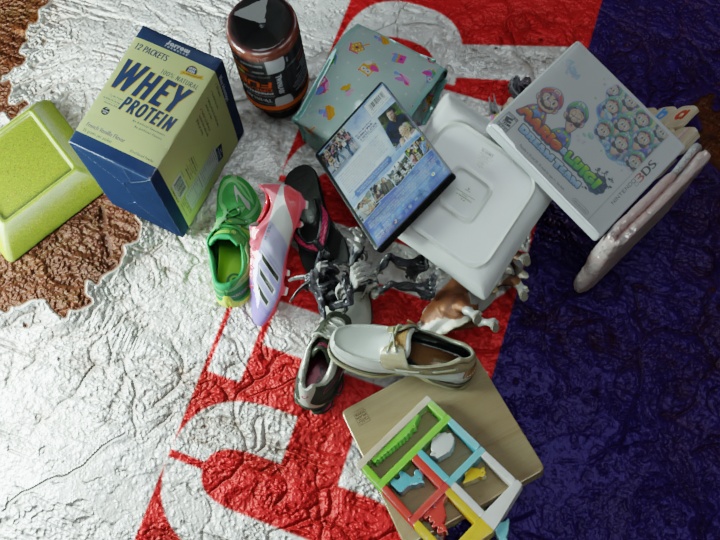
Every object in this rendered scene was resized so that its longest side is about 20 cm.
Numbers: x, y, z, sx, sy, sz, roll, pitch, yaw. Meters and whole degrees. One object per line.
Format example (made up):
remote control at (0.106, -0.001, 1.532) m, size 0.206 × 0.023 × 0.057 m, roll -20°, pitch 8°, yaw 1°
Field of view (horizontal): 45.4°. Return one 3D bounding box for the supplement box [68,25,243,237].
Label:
supplement box at (-0.284, -0.195, 1.245) m, size 0.132 × 0.201 × 0.202 m, roll 24°, pitch 72°, yaw 10°

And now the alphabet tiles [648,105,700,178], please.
alphabet tiles at (0.379, -0.165, 1.218) m, size 0.195 × 0.199 × 0.015 m, roll -44°, pitch 111°, yaw -12°

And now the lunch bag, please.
lunch bag at (0.019, -0.255, 1.294) m, size 0.168 × 0.122 × 0.202 m, roll 28°, pitch 80°, yaw 13°

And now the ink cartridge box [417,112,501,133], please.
ink cartridge box at (0.189, -0.162, 1.210) m, size 0.196 × 0.145 × 0.086 m, roll -7°, pitch 83°, yaw 14°

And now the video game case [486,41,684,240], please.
video game case at (0.289, -0.170, 1.102) m, size 0.182 × 0.024 × 0.200 m, roll -42°, pitch 83°, yaw -16°

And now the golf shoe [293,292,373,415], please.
golf shoe at (-0.034, 0.097, 1.190) m, size 0.076 × 0.088 × 0.203 m, roll 16°, pitch 70°, yaw 10°

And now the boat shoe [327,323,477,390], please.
boat shoe at (0.055, 0.100, 1.120) m, size 0.195 × 0.069 × 0.076 m, roll 9°, pitch 58°, yaw 1°

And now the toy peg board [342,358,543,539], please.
toy peg board at (0.108, 0.243, 1.141) m, size 0.197 × 0.098 × 0.201 m, roll -26°, pitch 56°, yaw -7°

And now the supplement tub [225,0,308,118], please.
supplement tub at (-0.131, -0.307, 1.276) m, size 0.104 × 0.201 × 0.109 m, roll -1°, pitch 69°, yaw 4°

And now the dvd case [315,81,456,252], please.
dvd case at (0.028, -0.141, 1.158) m, size 0.143 × 0.017 × 0.201 m, roll -45°, pitch 54°, yaw 17°

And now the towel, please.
towel at (0.374, -0.065, 1.164) m, size 0.191 × 0.201 × 0.032 m, roll -43°, pitch 74°, yaw -12°

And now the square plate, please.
square plate at (0.137, -0.100, 1.131) m, size 0.199 × 0.028 × 0.200 m, roll 35°, pitch 98°, yaw 13°

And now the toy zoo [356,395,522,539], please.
toy zoo at (0.106, 0.264, 1.056) m, size 0.131 × 0.021 × 0.200 m, roll -40°, pitch 58°, yaw -15°

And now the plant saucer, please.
plant saucer at (-0.518, -0.152, 1.323) m, size 0.199 × 0.048 × 0.200 m, roll -39°, pitch 73°, yaw -11°

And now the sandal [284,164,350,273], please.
sandal at (-0.073, -0.069, 1.263) m, size 0.074 × 0.045 × 0.203 m, roll -26°, pitch 68°, yaw 13°

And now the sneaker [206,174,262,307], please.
sneaker at (-0.182, -0.050, 1.250) m, size 0.072 × 0.084 × 0.204 m, roll -3°, pitch 70°, yaw 2°

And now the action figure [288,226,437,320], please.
action figure at (0.000, 0.000, 1.166) m, size 0.195 × 0.103 × 0.120 m, roll -3°, pitch 46°, yaw -6°

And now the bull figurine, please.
bull figurine at (0.154, 0.040, 1.192) m, size 0.201 × 0.065 × 0.120 m, roll -49°, pitch 34°, yaw -20°

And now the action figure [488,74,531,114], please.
action figure at (0.276, -0.240, 1.300) m, size 0.196 × 0.069 × 0.133 m, roll -20°, pitch 88°, yaw 1°

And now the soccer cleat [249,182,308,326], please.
soccer cleat at (-0.133, -0.024, 1.224) m, size 0.075 × 0.067 × 0.204 m, roll 15°, pitch 91°, yaw -20°
